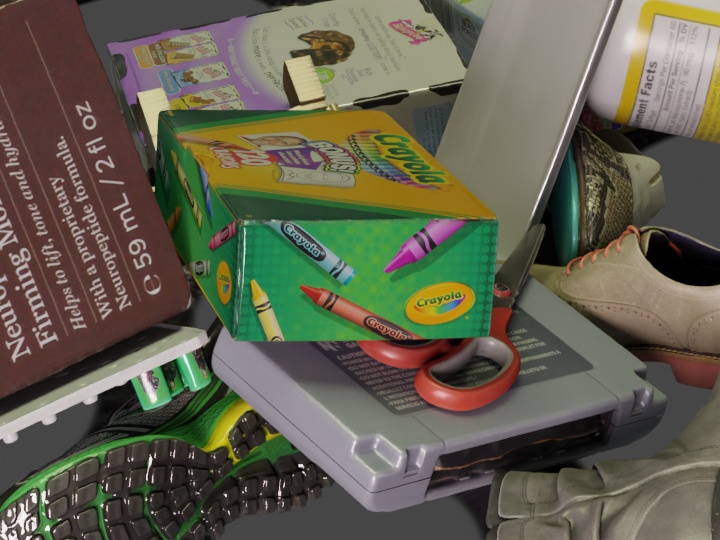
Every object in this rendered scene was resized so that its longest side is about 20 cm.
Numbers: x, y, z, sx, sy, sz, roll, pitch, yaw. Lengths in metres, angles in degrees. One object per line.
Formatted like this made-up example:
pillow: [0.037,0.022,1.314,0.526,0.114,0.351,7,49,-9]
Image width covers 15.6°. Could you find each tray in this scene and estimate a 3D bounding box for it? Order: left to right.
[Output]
tray: [0.089,-0.089,1.415,0.022,0.201,0.107,12,15,-33]

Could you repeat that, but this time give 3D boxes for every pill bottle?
pill bottle: [0.191,-0.132,1.484,0.199,0.115,0.114,12,29,2]

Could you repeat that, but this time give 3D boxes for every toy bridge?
toy bridge: [-0.106,-0.066,1.442,0.199,0.027,0.067,-14,60,-12]

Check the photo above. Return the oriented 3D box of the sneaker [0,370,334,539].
sneaker: [-0.099,0.099,1.215,0.085,0.079,0.199,9,21,43]

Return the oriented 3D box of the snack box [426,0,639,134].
snack box: [0.148,-0.150,1.645,0.142,0.053,0.200,-19,30,-19]

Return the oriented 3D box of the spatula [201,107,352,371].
spatula: [-0.036,-0.011,1.422,0.020,0.057,0.200,-5,35,40]

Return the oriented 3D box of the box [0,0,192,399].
box: [-0.217,-0.017,1.225,0.199,0.167,0.164,-26,10,-26]

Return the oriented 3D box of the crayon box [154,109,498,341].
crayon box: [-0.021,-0.024,1.229,0.118,0.059,0.200,-1,17,-15]

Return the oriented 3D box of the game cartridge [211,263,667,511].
game cartridge: [0.034,0.047,1.227,0.199,0.042,0.133,-10,34,-43]

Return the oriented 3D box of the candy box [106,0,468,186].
candy box: [-0.039,-0.095,1.565,0.199,0.072,0.168,-12,27,-7]

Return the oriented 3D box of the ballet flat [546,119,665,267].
ballet flat: [0.127,-0.054,1.459,0.075,0.068,0.200,0,22,-12]

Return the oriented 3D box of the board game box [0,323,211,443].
board game box: [-0.186,0.074,1.235,0.199,0.026,0.200,-24,11,-20]

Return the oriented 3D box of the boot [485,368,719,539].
boot: [0.122,0.092,1.171,0.131,0.070,0.200,-5,22,16]

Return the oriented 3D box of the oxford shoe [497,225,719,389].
oxford shoe: [0.131,0.006,1.320,0.199,0.075,0.070,6,31,26]

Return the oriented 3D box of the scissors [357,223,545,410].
scissors: [0.068,0.021,1.250,0.073,0.014,0.200,27,28,22]
